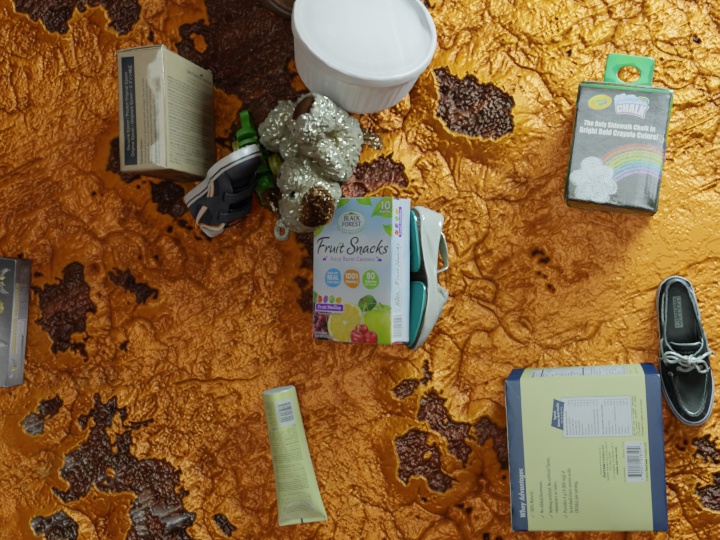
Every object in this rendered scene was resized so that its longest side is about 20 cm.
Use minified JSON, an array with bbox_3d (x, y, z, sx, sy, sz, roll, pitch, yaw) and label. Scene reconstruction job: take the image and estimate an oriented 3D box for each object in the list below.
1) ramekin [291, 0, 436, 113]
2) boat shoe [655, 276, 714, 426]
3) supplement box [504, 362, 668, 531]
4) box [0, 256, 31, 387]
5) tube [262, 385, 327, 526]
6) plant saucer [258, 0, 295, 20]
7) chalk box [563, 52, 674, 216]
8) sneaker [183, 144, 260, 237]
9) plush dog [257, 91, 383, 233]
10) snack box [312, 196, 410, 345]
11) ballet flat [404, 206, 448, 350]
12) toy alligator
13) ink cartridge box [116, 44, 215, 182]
[{"bbox_3d":[-0.001,-0.307,1.399,0.199,0.095,0.205,6,57,-9],"label":"ramekin"},{"bbox_3d":[0.434,0.109,1.353,0.072,0.068,0.203,-3,90,13],"label":"boat shoe"},{"bbox_3d":[0.298,0.232,1.352,0.196,0.134,0.204,-3,90,13],"label":"supplement box"},{"bbox_3d":[-0.607,0.076,1.608,0.156,0.048,0.204,6,92,14],"label":"box"},{"bbox_3d":[-0.103,0.273,1.495,0.058,0.051,0.204,-9,92,54],"label":"tube"},{"bbox_3d":[-0.071,-0.437,1.423,0.197,0.035,0.203,-4,126,-5],"label":"plant saucer"},{"bbox_3d":[0.343,-0.181,1.345,0.122,0.124,0.204,9,92,14],"label":"chalk box"},{"bbox_3d":[-0.185,-0.111,1.457,0.078,0.200,0.080,-27,87,-33],"label":"sneaker"},{"bbox_3d":[-0.063,-0.136,1.409,0.159,0.199,0.174,22,86,-24],"label":"plush dog"},{"bbox_3d":[0.000,0.000,1.440,0.140,0.053,0.204,1,91,34],"label":"snack box"},{"bbox_3d":[0.096,0.011,1.436,0.068,0.069,0.204,0,90,13],"label":"ballet flat"},{"bbox_3d":[-0.147,-0.141,1.494,0.058,0.054,0.203,-18,86,13],"label":"toy alligator"},{"bbox_3d":[-0.273,-0.216,1.449,0.074,0.200,0.168,-3,89,12],"label":"ink cartridge box"}]
